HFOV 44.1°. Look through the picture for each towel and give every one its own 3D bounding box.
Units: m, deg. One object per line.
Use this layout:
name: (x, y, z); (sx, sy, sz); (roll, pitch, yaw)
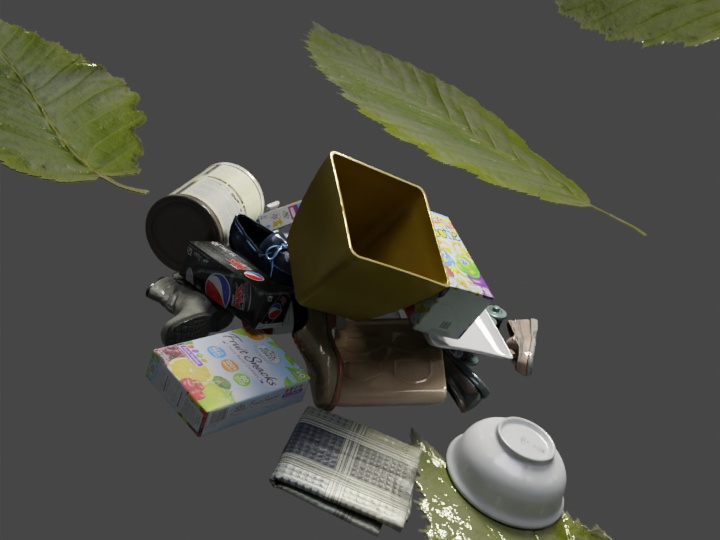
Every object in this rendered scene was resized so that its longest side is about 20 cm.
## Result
towel: (-0.014, 0.286, 1.278); (0.199, 0.035, 0.193); (21, 26, 3)

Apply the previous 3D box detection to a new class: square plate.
square plate: (0.152, 0.074, 1.545); (0.197, 0.028, 0.201); (14, 37, -38)

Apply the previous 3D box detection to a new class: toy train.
toy train: (0.196, 0.108, 1.671); (0.113, 0.086, 0.200); (23, 27, 23)

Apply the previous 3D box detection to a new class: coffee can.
coffee can: (-0.279, -0.099, 1.624); (0.146, 0.147, 0.200); (25, 29, 6)

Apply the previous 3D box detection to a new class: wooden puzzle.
wooden puzzle: (0.045, 0.157, 1.472); (0.184, 0.047, 0.201); (-2, 35, 2)

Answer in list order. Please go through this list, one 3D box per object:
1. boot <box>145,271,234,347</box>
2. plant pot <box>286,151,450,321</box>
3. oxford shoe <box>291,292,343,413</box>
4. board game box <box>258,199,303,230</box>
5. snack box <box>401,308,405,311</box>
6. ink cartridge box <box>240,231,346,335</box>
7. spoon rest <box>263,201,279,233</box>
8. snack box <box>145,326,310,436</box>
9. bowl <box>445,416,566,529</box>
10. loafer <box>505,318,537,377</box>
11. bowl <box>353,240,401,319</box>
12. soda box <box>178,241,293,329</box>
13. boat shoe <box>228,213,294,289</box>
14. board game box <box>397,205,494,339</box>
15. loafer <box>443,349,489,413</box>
boot: (-0.297, 0.064, 1.432); (0.130, 0.068, 0.200); (26, 20, 14)
plant pot: (-0.006, -0.032, 1.397); (0.199, 0.176, 0.201); (17, 46, -36)
oxford shoe: (-0.078, 0.127, 1.400); (0.074, 0.070, 0.201); (16, 52, -39)
board game box: (-0.089, -0.119, 1.665); (0.199, 0.034, 0.134); (-20, 3, -1)
snack box: (0.076, -0.014, 1.681); (0.142, 0.053, 0.201); (32, 33, -62)
ink cartridge box: (-0.130, 0.019, 1.553); (0.174, 0.084, 0.200); (-5, 35, -16)
spoon rest: (-0.118, -0.049, 1.758); (0.200, 0.061, 0.099); (45, 35, 13)
snack box: (-0.195, 0.158, 1.324); (0.199, 0.053, 0.142); (-11, 43, -46)
bowl: (0.239, 0.291, 1.371); (0.200, 0.091, 0.202); (16, 29, -9)
loafer: (0.303, 0.146, 1.701); (0.062, 0.072, 0.200); (8, 20, 11)
bowl: (0.000, 0.000, 1.629); (0.074, 0.201, 0.200); (-24, 31, -1)
soda box: (-0.205, 0.021, 1.447); (0.199, 0.064, 0.071); (31, 19, 34)
boat shoe: (-0.152, -0.032, 1.486); (0.199, 0.069, 0.084); (25, 40, 25)
board game box: (0.118, 0.000, 1.475); (0.104, 0.103, 0.201); (15, 36, -36)
loafer: (0.136, 0.165, 1.545); (0.200, 0.063, 0.072); (42, -10, 35)
